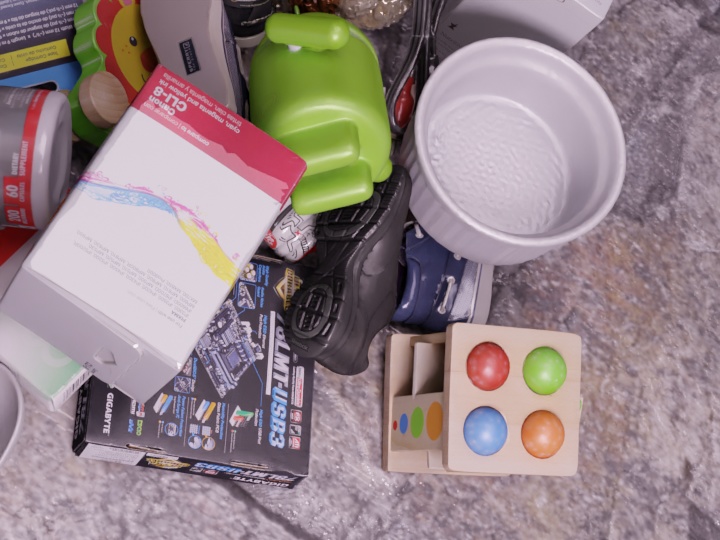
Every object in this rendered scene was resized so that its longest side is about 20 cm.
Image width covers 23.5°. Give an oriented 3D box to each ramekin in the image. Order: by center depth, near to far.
[{"bbox_3d":[0.131,-0.101,1.578,0.200,0.098,0.201,5,70,-15],"label":"ramekin"}]

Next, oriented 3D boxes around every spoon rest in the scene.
[{"bbox_3d":[-0.309,0.164,1.362,0.099,0.061,0.200,-10,72,13],"label":"spoon rest"}]

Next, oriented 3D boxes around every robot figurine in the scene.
[{"bbox_3d":[-0.036,-0.139,1.470,0.115,0.176,0.200,-16,43,8],"label":"robot figurine"}]

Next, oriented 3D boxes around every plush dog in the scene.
[{"bbox_3d":[-0.028,-0.276,1.610,0.160,0.172,0.200,41,60,-5],"label":"plush dog"}]

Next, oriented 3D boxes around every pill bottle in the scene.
[{"bbox_3d":[-0.341,-0.098,1.401,0.200,0.114,0.114,6,66,0],"label":"pill bottle"}]

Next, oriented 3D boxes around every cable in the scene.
[{"bbox_3d":[0.049,-0.205,1.640,0.097,0.050,0.200,-12,104,-47],"label":"cable"}]

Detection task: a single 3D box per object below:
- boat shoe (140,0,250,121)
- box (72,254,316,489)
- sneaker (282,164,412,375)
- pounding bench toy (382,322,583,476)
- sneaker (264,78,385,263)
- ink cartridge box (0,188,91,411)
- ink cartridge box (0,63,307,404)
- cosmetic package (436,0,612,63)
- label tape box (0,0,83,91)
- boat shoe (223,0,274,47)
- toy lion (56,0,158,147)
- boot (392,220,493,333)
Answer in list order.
[{"bbox_3d":[-0.139,-0.183,1.522,0.075,0.093,0.200,-15,62,10],"label":"boat shoe"},{"bbox_3d":[-0.137,0.075,1.493,0.198,0.050,0.200,12,65,-21],"label":"box"},{"bbox_3d":[0.000,0.000,1.529,0.091,0.076,0.200,41,66,-44],"label":"sneaker"},{"bbox_3d":[0.142,0.119,1.529,0.200,0.156,0.125,6,82,-23],"label":"pounding bench toy"},{"bbox_3d":[-0.025,-0.089,1.602,0.201,0.067,0.108,-40,92,-29],"label":"sneaker"},{"bbox_3d":[-0.271,-0.005,1.431,0.200,0.050,0.161,40,66,5],"label":"ink cartridge box"},{"bbox_3d":[-0.164,-0.023,1.350,0.145,0.145,0.200,34,67,-8],"label":"ink cartridge box"},{"bbox_3d":[0.154,-0.253,1.670,0.113,0.200,0.081,34,60,-9],"label":"cosmetic package"},{"bbox_3d":[-0.319,-0.227,1.512,0.143,0.066,0.200,-20,101,-30],"label":"label tape box"},{"bbox_3d":[-0.158,-0.285,1.590,0.200,0.068,0.072,37,60,20],"label":"boat shoe"},{"bbox_3d":[-0.185,-0.152,1.532,0.200,0.069,0.192,51,41,-26],"label":"toy lion"},{"bbox_3d":[0.077,-0.038,1.622,0.090,0.073,0.200,16,65,-26],"label":"boot"}]
